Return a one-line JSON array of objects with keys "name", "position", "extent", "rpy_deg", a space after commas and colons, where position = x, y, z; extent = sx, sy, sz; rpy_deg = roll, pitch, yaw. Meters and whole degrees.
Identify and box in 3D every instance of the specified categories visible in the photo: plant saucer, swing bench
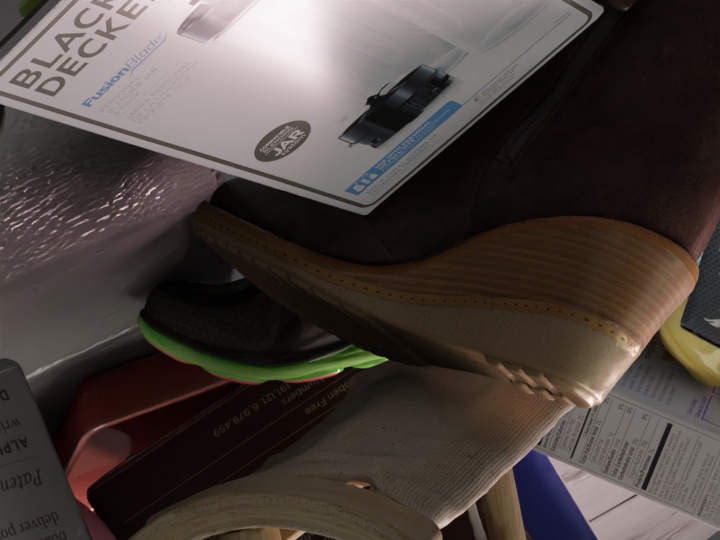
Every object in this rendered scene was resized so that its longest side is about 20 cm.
[{"name": "plant saucer", "position": [-0.087, 0.084, 0.988], "extent": [0.199, 0.037, 0.200], "rpy_deg": [-19, 157, -33]}, {"name": "swing bench", "position": [0.000, 0.131, 0.714], "extent": [0.199, 0.130, 0.200], "rpy_deg": [-28, 126, -60]}]

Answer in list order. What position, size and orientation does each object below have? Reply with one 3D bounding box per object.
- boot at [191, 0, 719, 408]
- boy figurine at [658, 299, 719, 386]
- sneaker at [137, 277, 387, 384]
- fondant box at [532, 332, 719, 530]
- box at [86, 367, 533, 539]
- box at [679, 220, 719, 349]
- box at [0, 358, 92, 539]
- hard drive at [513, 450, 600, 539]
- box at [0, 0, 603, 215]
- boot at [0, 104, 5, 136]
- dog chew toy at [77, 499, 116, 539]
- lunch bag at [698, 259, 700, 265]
[{"name": "boot", "position": [0.047, -0.047, 0.700], "extent": [0.072, 0.200, 0.167], "rpy_deg": [44, 69, -52]}, {"name": "boy figurine", "position": [0.219, -0.008, 1.076], "extent": [0.124, 0.064, 0.200], "rpy_deg": [-30, -168, 35]}, {"name": "sneaker", "position": [0.000, 0.000, 0.833], "extent": [0.200, 0.084, 0.077], "rpy_deg": [-9, -173, 9]}, {"name": "fondant box", "position": [0.181, 0.075, 1.069], "extent": [0.144, 0.200, 0.058], "rpy_deg": [-46, 157, -63]}, {"name": "box", "position": [0.000, 0.157, 0.943], "extent": [0.164, 0.200, 0.166], "rpy_deg": [-33, 160, 3]}, {"name": "box", "position": [0.219, -0.076, 0.871], "extent": [0.158, 0.051, 0.200], "rpy_deg": [-45, 154, -43]}, {"name": "box", "position": [-0.227, 0.143, 0.696], "extent": [0.199, 0.131, 0.200], "rpy_deg": [-30, 170, 40]}, {"name": "hard drive", "position": [0.047, 0.134, 1.074], "extent": [0.132, 0.200, 0.025], "rpy_deg": [-33, 141, 4]}, {"name": "box", "position": [-0.026, -0.088, 0.575], "extent": [0.117, 0.060, 0.200], "rpy_deg": [-39, 153, 20]}, {"name": "boot", "position": [-0.201, 0.003, 0.581], "extent": [0.200, 0.069, 0.174], "rpy_deg": [-23, 165, -14]}, {"name": "dog chew toy", "position": [-0.168, 0.176, 0.906], "extent": [0.124, 0.125, 0.200], "rpy_deg": [-26, 160, -17]}, {"name": "lunch bag", "position": [0.115, -0.035, 0.938], "extent": [0.161, 0.083, 0.200], "rpy_deg": [-29, 161, 2]}]
